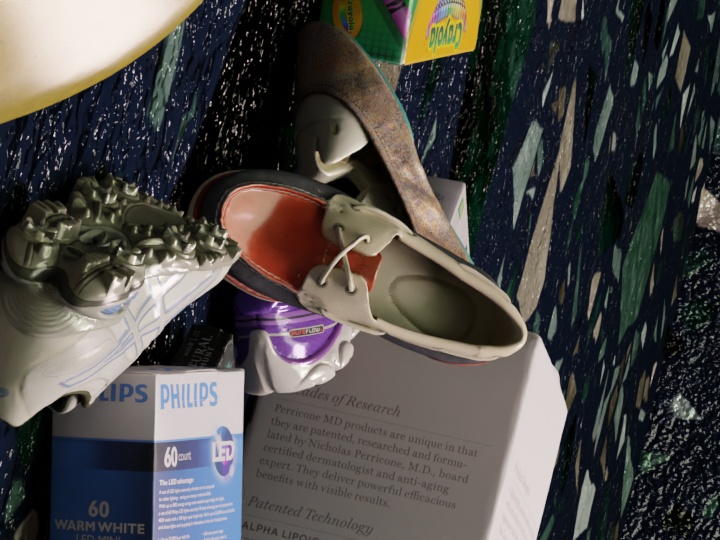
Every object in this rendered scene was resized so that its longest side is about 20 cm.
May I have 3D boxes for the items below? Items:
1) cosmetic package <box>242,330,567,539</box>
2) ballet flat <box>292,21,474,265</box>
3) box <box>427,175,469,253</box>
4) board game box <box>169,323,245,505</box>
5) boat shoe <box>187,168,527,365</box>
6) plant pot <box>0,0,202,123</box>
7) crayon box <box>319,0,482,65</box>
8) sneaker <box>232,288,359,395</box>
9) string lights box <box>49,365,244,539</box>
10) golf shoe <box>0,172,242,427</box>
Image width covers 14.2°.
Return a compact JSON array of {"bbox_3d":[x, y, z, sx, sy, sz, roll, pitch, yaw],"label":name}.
[{"bbox_3d":[0.020,0.138,1.768,0.165,0.165,0.200,65,38,-69],"label":"cosmetic package"},{"bbox_3d":[0.004,-0.048,1.642,0.067,0.200,0.068,-27,175,-40],"label":"ballet flat"},{"bbox_3d":[0.046,0.050,2.092,0.200,0.036,0.144,83,22,-49],"label":"box"},{"bbox_3d":[-0.108,0.143,1.533,0.200,0.028,0.135,-65,160,-45],"label":"board game box"},{"bbox_3d":[0.000,0.000,1.559,0.063,0.200,0.071,13,-101,62],"label":"boat shoe"},{"bbox_3d":[-0.136,-0.158,0.867,0.200,0.195,0.194,-61,159,-30],"label":"plant pot"},{"bbox_3d":[0.032,-0.193,1.785,0.200,0.058,0.119,-26,126,-74],"label":"crayon box"},{"bbox_3d":[-0.023,-0.009,1.678,0.200,0.081,0.084,-65,148,-56],"label":"sneaker"},{"bbox_3d":[-0.103,0.147,1.398,0.103,0.059,0.200,3,87,-67],"label":"string lights box"},{"bbox_3d":[-0.123,0.015,1.325,0.097,0.078,0.200,-65,165,16],"label":"golf shoe"}]
